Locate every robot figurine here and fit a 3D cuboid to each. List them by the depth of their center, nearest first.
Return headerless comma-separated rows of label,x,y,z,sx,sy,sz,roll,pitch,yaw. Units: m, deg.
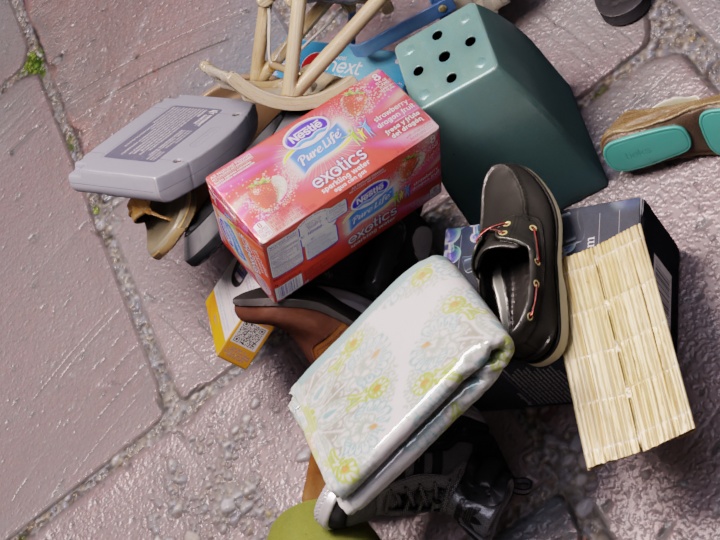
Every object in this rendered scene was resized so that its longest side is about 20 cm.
robot figurine,-0.001,-0.001,1.386,0.124,0.150,0.202,10,69,22

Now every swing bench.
swing bench,-0.059,-0.256,1.403,0.201,0.129,0.199,-65,19,6

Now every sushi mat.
sushi mat,0.212,0.062,1.147,0.095,0.012,0.202,-22,54,22

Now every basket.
basket,0.073,-0.319,1.504,0.198,0.140,0.177,-19,40,15

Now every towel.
towel,0.031,0.092,1.169,0.200,0.048,0.171,-46,30,7

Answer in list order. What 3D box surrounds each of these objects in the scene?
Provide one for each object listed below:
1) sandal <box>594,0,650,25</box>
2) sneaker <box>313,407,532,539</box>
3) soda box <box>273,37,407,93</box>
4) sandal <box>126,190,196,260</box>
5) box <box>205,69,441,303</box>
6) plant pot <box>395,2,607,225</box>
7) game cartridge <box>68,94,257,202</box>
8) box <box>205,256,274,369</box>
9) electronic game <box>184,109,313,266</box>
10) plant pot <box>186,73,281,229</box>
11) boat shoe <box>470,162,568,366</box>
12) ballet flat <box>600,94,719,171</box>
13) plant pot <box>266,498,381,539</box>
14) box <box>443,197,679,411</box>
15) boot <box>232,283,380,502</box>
sandal,0.256,-0.347,1.471,0.076,0.043,0.201,-31,51,14
sneaker,0.062,0.197,1.218,0.199,0.076,0.114,-22,49,-34
soda box,-0.011,-0.208,1.549,0.199,0.068,0.065,16,72,38
sandal,-0.220,-0.081,1.469,0.081,0.054,0.201,-52,31,23
box,-0.030,-0.078,1.250,0.199,0.100,0.096,-34,61,-16
plant pot,0.124,-0.152,1.343,0.140,0.200,0.142,-27,53,17
game cartridge,-0.196,-0.130,1.454,0.132,0.041,0.200,4,31,28
box,-0.084,-0.013,1.376,0.201,0.041,0.119,-54,24,15
electronic game,-0.110,-0.086,1.382,0.200,0.042,0.200,-48,13,14
plant pot,-0.126,-0.114,1.555,0.199,0.093,0.203,-15,58,25
boat shoe,0.134,-0.016,1.203,0.073,0.063,0.203,-33,47,37
ballet flat,0.324,-0.141,1.306,0.198,0.068,0.073,-9,40,33
plant pot,-0.024,0.306,1.212,0.186,0.187,0.201,-32,36,13
box,0.180,0.035,1.261,0.198,0.107,0.150,-9,60,30
boot,-0.036,0.118,1.298,0.186,0.069,0.202,6,103,-2
